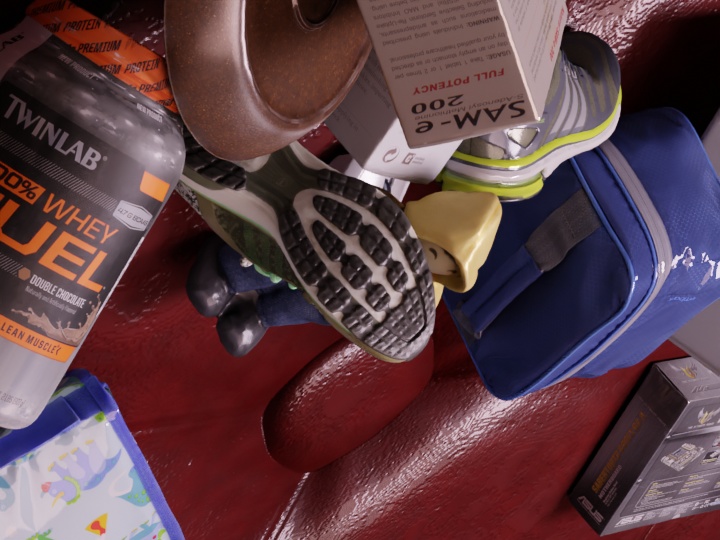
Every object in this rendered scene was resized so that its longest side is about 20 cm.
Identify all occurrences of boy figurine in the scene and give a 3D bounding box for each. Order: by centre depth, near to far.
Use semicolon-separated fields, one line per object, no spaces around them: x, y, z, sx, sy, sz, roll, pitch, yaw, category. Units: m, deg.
0.000;0.000;1.353;0.125;0.199;0.065;58;40;-27;boy figurine

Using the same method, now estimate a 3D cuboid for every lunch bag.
-0.205;0.151;1.382;0.170;0.128;0.200;-33;158;-10;lunch bag
0.134;-0.006;1.513;0.132;0.136;0.200;-11;157;-38;lunch bag

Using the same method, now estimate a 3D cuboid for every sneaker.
-0.037;-0.021;1.302;0.077;0.200;0.089;-40;169;-25;sneaker
0.109;-0.110;1.396;0.200;0.073;0.081;-46;146;-55;sneaker

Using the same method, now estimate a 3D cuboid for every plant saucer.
-0.032;-0.151;1.180;0.200;0.034;0.201;-43;140;-50;plant saucer

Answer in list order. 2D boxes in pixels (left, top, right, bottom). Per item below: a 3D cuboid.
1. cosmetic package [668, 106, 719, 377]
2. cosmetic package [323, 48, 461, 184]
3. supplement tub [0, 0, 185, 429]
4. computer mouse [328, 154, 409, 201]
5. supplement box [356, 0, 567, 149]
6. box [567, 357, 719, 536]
0.303;-0.040;1.594;0.201;0.166;0.167;-60;169;31;cosmetic package
0.049;-0.158;1.288;0.074;0.102;0.200;8;126;-52;cosmetic package
-0.169;-0.032;1.168;0.201;0.122;0.122;-60;147;1;supplement tub
0.002;-0.038;1.441;0.200;0.044;0.109;-48;149;12;computer mouse
0.035;-0.179;1.136;0.073;0.126;0.201;-11;117;19;supplement box
0.287;0.140;1.963;0.199;0.048;0.159;-7;135;-42;box
